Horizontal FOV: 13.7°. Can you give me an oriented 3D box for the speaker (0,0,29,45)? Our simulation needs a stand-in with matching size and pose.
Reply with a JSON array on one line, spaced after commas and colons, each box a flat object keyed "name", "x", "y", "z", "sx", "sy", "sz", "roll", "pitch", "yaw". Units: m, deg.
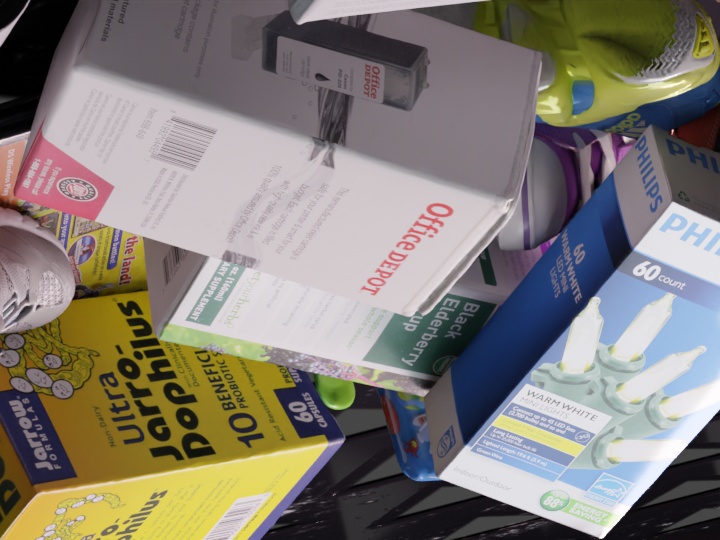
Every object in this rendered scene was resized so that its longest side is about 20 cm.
[{"name": "speaker", "x": -0.196, "y": -0.093, "z": 1.236, "sx": 0.081, "sy": 0.081, "sz": 0.200, "roll": -7, "pitch": 165, "yaw": -23}]

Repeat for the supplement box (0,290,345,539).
[{"name": "supplement box", "x": -0.129, "y": 0.085, "z": 1.520, "sx": 0.200, "sy": 0.109, "sz": 0.110, "roll": -8, "pitch": 148, "yaw": -42}]

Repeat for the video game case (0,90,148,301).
[{"name": "video game case", "x": -0.173, "y": -0.014, "z": 1.455, "sx": 0.181, "sy": 0.026, "sz": 0.200, "roll": -19, "pitch": 150, "yaw": -24}]

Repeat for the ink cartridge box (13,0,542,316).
[{"name": "ink cartridge box", "x": -0.037, "y": -0.064, "z": 1.326, "sx": 0.200, "sy": 0.085, "sz": 0.146, "roll": 19, "pitch": 155, "yaw": -10}]

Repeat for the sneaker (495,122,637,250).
[{"name": "sneaker", "x": 0.133, "y": -0.070, "z": 1.482, "sx": 0.114, "sy": 0.073, "sz": 0.201, "roll": 5, "pitch": -149, "yaw": 18}]

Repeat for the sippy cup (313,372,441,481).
[{"name": "sippy cup", "x": 0.062, "y": 0.050, "z": 1.700, "sx": 0.139, "sy": 0.131, "sz": 0.178, "roll": -9, "pitch": -178, "yaw": -21}]

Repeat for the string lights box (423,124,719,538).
[{"name": "string lights box", "x": 0.127, "y": 0.032, "z": 1.430, "sx": 0.103, "sy": 0.059, "sz": 0.200, "roll": 21, "pitch": 127, "yaw": -24}]

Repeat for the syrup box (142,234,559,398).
[{"name": "syrup box", "x": 0.000, "y": 0.000, "z": 1.470, "sx": 0.200, "sy": 0.082, "sz": 0.079, "roll": 14, "pitch": 132, "yaw": -24}]

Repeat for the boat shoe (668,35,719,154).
[{"name": "boat shoe", "x": 0.227, "y": -0.119, "z": 1.416, "sx": 0.200, "sy": 0.063, "sz": 0.071, "roll": -48, "pitch": 149, "yaw": 12}]

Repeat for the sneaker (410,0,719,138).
[{"name": "sneaker", "x": 0.081, "y": -0.091, "z": 1.410, "sx": 0.200, "sy": 0.076, "sz": 0.105, "roll": 6, "pitch": 164, "yaw": 30}]

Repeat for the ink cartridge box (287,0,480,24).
[{"name": "ink cartridge box", "x": 0.082, "y": -0.174, "z": 1.162, "sx": 0.200, "sy": 0.084, "sz": 0.176, "roll": -8, "pitch": 166, "yaw": -22}]

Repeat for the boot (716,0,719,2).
[{"name": "boot", "x": 0.158, "y": -0.148, "z": 1.364, "sx": 0.074, "sy": 0.076, "sz": 0.200, "roll": -5, "pitch": 166, "yaw": -40}]

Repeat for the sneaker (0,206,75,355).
[{"name": "sneaker", "x": -0.192, "y": 0.023, "z": 1.367, "sx": 0.075, "sy": 0.082, "sz": 0.200, "roll": -44, "pitch": 162, "yaw": 23}]
